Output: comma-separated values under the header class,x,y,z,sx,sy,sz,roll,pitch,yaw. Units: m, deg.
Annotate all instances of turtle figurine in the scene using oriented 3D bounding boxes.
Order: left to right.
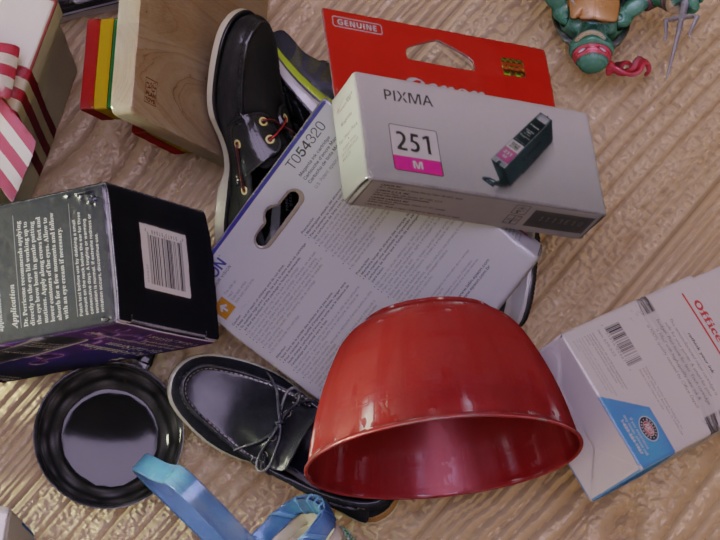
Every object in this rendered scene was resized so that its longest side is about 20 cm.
class,x,y,z,sx,sy,sz,roll,pitch,yaw
turtle figurine,0.184,-0.229,1.779,0.149,0.101,0.201,8,61,-14

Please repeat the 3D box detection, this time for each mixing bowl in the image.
class,x,y,z,sx,sy,sz,roll,pitch,yaw
mixing bowl,0.053,0.085,1.608,0.199,0.200,0.109,-6,69,-2

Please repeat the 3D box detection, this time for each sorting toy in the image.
class,x,y,z,sx,sy,sz,roll,pitch,yaw
sorting toy,-0.147,-0.192,1.725,0.069,0.200,0.200,-1,79,25

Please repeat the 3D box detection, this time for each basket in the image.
class,x,y,z,sx,sy,sz,roll,pitch,yaw
basket,-0.081,0.211,1.635,0.200,0.176,0.139,43,81,-12

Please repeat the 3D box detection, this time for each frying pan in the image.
class,x,y,z,sx,sy,sz,roll,pitch,yaw
frying pan,-0.192,0.090,1.732,0.115,0.031,0.191,0,74,-3

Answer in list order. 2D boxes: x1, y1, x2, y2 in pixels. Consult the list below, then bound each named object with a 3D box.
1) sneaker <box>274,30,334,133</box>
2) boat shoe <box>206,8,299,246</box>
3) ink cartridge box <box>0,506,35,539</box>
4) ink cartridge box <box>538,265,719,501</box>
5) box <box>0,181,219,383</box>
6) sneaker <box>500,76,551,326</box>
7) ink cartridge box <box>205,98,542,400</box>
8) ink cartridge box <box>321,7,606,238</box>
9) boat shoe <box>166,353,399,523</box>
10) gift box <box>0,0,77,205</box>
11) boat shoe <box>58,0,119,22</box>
class,x,y,z,sx,sy,sz,roll,pitch,yaw
sneaker,0.001,-0.125,1.758,0.081,0.074,0.200,-40,67,-17
boat shoe,-0.074,-0.098,1.718,0.063,0.074,0.202,12,111,37
ink cartridge box,-0.352,0.240,1.636,0.199,0.147,0.145,6,77,1
ink cartridge box,0.225,0.081,1.694,0.200,0.067,0.116,-20,75,-41
box,-0.228,0.013,1.658,0.199,0.148,0.105,-12,78,25
sneaker,0.085,-0.062,1.749,0.115,0.076,0.201,8,79,-1
ink cartridge box,0.000,0.000,1.692,0.200,0.043,0.197,38,109,-2
ink cartridge box,0.075,-0.117,1.662,0.199,0.044,0.174,8,58,-25
boat shoe,-0.055,0.123,1.703,0.200,0.062,0.075,32,79,1
gift box,-0.319,-0.119,1.703,0.184,0.187,0.201,12,76,3
boat shoe,-0.217,-0.245,1.794,0.199,0.068,0.072,-18,77,-5
